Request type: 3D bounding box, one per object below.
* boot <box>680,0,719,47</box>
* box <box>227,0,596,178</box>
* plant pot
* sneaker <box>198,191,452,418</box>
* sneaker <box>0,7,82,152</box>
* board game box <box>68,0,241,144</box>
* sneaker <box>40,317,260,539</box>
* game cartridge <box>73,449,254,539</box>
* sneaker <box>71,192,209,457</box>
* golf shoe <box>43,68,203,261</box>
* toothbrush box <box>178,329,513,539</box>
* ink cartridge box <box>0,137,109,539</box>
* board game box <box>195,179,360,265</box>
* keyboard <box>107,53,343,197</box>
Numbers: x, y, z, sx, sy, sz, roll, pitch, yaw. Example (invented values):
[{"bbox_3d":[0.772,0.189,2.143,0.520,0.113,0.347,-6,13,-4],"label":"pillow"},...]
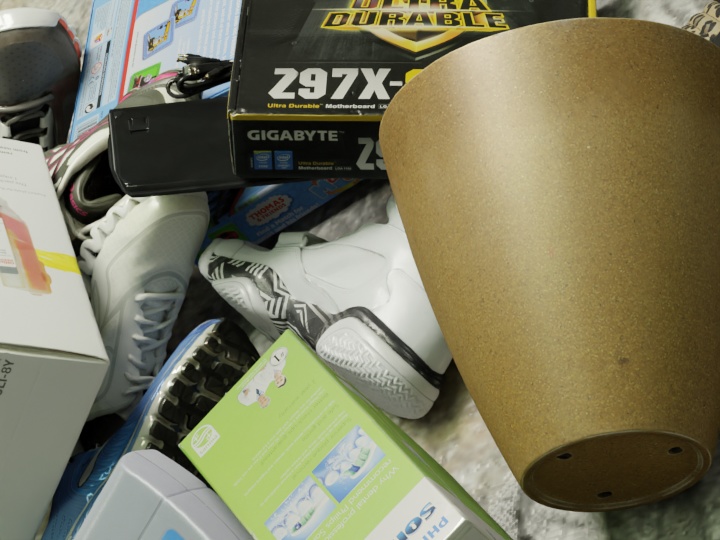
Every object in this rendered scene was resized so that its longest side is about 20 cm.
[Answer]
[{"bbox_3d":[0.253,-0.135,1.467,0.151,0.073,0.200,-45,33,1],"label":"boot"},{"bbox_3d":[0.031,-0.116,1.593,0.200,0.049,0.160,1,42,3],"label":"box"},{"bbox_3d":[0.110,0.010,1.414,0.186,0.186,0.200,-23,58,29],"label":"plant pot"},{"bbox_3d":[0.000,0.000,1.599,0.115,0.075,0.200,-52,41,-8],"label":"sneaker"},{"bbox_3d":[-0.208,-0.084,1.820,0.077,0.200,0.082,-8,55,-10],"label":"sneaker"},{"bbox_3d":[-0.088,-0.144,1.759,0.200,0.037,0.151,-24,42,30],"label":"board game box"},{"bbox_3d":[-0.130,0.109,1.620,0.089,0.079,0.200,19,71,48],"label":"sneaker"},{"bbox_3d":[-0.077,0.191,1.427,0.200,0.040,0.133,48,121,27],"label":"game cartridge"},{"bbox_3d":[-0.134,0.037,1.667,0.081,0.075,0.200,52,124,37],"label":"sneaker"},{"bbox_3d":[-0.166,-0.043,1.701,0.200,0.077,0.088,-43,-1,31],"label":"golf shoe"},{"bbox_3d":[0.020,0.137,1.391,0.086,0.146,0.200,-47,37,-1],"label":"toothbrush box"},{"bbox_3d":[-0.218,0.037,1.625,0.145,0.083,0.200,-65,30,31],"label":"ink cartridge box"},{"bbox_3d":[-0.027,-0.105,1.736,0.200,0.037,0.151,-30,40,21],"label":"board game box"},{"bbox_3d":[-0.042,-0.086,1.612,0.200,0.021,0.127,-5,40,-5],"label":"keyboard"}]
